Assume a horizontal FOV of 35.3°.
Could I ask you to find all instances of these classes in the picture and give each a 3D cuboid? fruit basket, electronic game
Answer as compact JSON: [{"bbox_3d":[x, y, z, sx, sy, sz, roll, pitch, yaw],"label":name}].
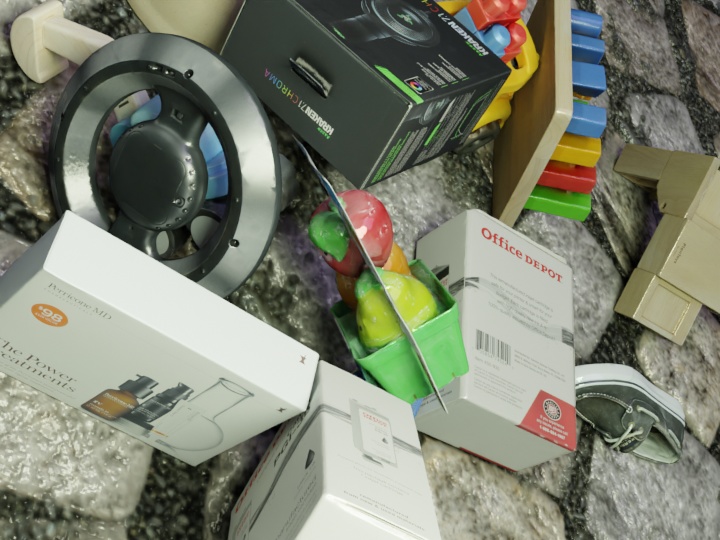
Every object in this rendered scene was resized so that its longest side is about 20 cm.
[{"bbox_3d":[0.000,0.000,0.871,0.201,0.093,0.185,55,1,-20],"label":"fruit basket"},{"bbox_3d":[-0.144,-0.068,0.814,0.201,0.199,0.042,60,28,3],"label":"electronic game"}]

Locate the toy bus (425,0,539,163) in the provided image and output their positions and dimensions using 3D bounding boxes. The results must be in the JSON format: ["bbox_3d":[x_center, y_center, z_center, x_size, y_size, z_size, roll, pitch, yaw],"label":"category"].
[{"bbox_3d":[0.107,-0.210,1.127,0.199,0.192,0.137,-16,77,-47],"label":"toy bus"}]

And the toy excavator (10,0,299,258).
[{"bbox_3d":[-0.164,-0.118,0.883,0.100,0.193,0.201,-46,128,-46],"label":"toy excavator"}]

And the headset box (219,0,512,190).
[{"bbox_3d":[0.003,-0.174,0.964,0.174,0.093,0.200,43,35,14],"label":"headset box"}]

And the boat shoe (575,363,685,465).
[{"bbox_3d":[0.275,0.150,1.158,0.199,0.072,0.071,22,50,-35],"label":"boat shoe"}]

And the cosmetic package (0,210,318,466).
[{"bbox_3d":[-0.152,0.055,0.770,0.199,0.150,0.052,32,49,-24],"label":"cosmetic package"}]

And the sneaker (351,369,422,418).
[{"bbox_3d":[0.006,0.130,0.916,0.079,0.089,0.200,53,41,-5],"label":"sneaker"}]

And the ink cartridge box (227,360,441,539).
[{"bbox_3d":[-0.025,0.169,0.733,0.082,0.147,0.200,28,14,-11],"label":"ink cartridge box"}]

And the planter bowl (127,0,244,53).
[{"bbox_3d":[-0.104,-0.295,1.024,0.199,0.134,0.202,22,53,-33],"label":"planter bowl"}]

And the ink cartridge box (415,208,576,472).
[{"bbox_3d":[0.124,0.066,1.063,0.146,0.083,0.201,27,52,-29],"label":"ink cartridge box"}]

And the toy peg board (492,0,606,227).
[{"bbox_3d":[0.213,-0.166,1.174,0.097,0.200,0.201,10,56,-7],"label":"toy peg board"}]

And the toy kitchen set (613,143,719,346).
[{"bbox_3d":[0.381,-0.019,1.353,0.162,0.180,0.201,27,91,-24],"label":"toy kitchen set"}]
